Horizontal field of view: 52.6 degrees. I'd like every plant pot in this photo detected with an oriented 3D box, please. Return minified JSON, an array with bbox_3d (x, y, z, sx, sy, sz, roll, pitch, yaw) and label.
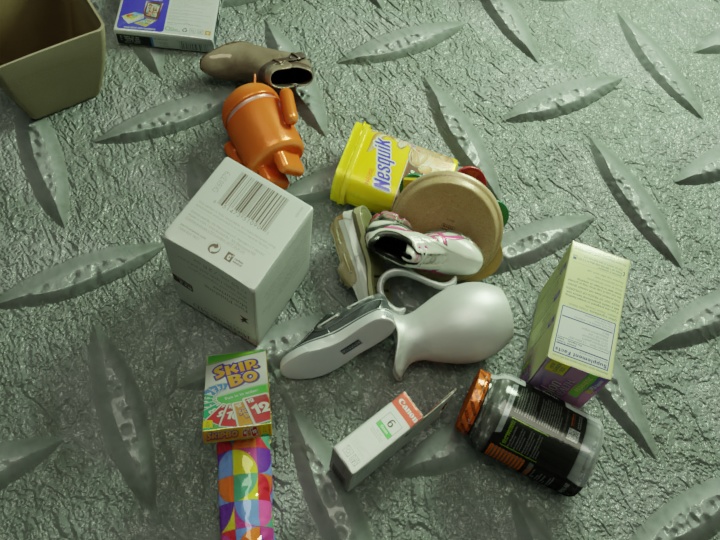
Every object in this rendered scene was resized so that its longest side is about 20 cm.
[{"bbox_3d":[-0.564,-0.395,1.288,0.197,0.178,0.202,-28,69,-19],"label":"plant pot"}]

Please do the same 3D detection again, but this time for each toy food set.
[{"bbox_3d":[0.145,-0.075,1.204,0.194,0.203,0.049,5,27,9],"label":"toy food set"}]

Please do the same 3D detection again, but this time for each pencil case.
[{"bbox_3d":[-0.158,0.300,1.026,0.086,0.089,0.205,-1,63,-6],"label":"pencil case"}]

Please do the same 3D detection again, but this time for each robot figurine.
[{"bbox_3d":[-0.171,-0.243,1.279,0.114,0.144,0.203,-21,73,-26],"label":"robot figurine"}]

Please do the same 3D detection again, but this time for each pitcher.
[{"bbox_3d":[0.130,0.066,1.150,0.194,0.121,0.176,-13,80,-4],"label":"pitcher"}]

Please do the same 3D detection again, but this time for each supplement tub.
[{"bbox_3d":[0.246,0.234,1.078,0.196,0.123,0.124,26,63,7],"label":"supplement tub"}]

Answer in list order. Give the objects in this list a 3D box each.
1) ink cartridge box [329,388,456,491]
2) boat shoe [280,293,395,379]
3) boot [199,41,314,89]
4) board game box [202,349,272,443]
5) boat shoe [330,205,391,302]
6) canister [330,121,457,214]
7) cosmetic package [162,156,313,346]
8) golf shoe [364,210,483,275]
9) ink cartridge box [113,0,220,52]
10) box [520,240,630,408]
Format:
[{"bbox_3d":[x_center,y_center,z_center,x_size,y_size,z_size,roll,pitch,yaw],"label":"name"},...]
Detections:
[{"bbox_3d":[0.046,0.232,1.065,0.198,0.110,0.051,-35,70,-21],"label":"ink cartridge box"},{"bbox_3d":[-0.040,0.099,1.126,0.197,0.072,0.069,-31,46,14],"label":"boat shoe"},{"bbox_3d":[-0.186,-0.374,1.349,0.195,0.072,0.146,-14,35,-22],"label":"boot"},{"bbox_3d":[-0.180,0.174,1.060,0.093,0.031,0.201,-5,25,-8],"label":"board game box"},{"bbox_3d":[0.000,0.000,1.207,0.067,0.074,0.206,-17,74,23],"label":"boat shoe"},{"bbox_3d":[0.061,-0.162,1.285,0.195,0.087,0.151,19,63,3],"label":"canister"},{"bbox_3d":[-0.182,-0.024,1.123,0.162,0.201,0.167,29,62,10],"label":"cosmetic package"},{"bbox_3d":[0.100,-0.026,1.158,0.194,0.074,0.093,16,31,2],"label":"golf shoe"},{"bbox_3d":[-0.376,-0.533,1.455,0.192,0.044,0.205,5,64,-4],"label":"ink cartridge box"},{"bbox_3d":[0.327,0.094,1.127,0.094,0.177,0.204,19,62,5],"label":"box"}]
